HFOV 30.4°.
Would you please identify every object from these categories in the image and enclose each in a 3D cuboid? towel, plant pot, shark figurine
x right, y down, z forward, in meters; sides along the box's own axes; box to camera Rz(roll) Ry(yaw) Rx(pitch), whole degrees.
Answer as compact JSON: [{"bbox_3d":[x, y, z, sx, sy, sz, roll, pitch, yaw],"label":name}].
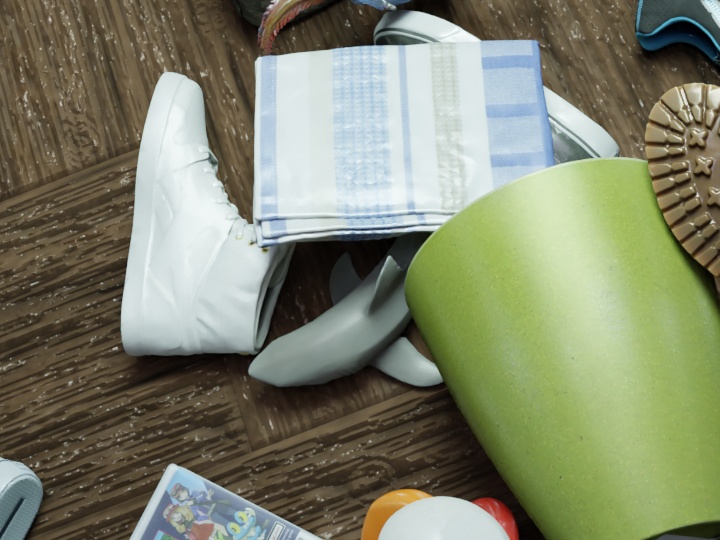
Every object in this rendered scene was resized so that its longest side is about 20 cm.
[{"bbox_3d":[0.026,-0.084,0.863,0.197,0.024,0.149,-4,62,1],"label":"towel"},{"bbox_3d":[0.140,0.073,0.763,0.185,0.188,0.202,-18,59,2],"label":"plant pot"},{"bbox_3d":[0.019,-0.012,0.885,0.127,0.090,0.217,19,73,12],"label":"shark figurine"}]

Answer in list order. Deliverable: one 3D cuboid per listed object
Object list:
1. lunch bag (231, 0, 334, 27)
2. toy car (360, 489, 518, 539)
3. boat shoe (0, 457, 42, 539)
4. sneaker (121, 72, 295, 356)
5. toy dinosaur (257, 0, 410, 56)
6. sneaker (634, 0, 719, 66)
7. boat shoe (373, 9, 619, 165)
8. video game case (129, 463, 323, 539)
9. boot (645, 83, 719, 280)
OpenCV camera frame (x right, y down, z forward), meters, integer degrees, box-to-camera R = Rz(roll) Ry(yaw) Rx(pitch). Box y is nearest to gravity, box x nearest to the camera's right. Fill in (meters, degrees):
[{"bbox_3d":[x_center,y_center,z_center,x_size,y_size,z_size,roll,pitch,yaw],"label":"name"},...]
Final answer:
[{"bbox_3d":[-0.071,-0.303,0.965,0.138,0.168,0.202,-26,68,-1],"label":"lunch bag"},{"bbox_3d":[0.070,0.209,0.765,0.199,0.176,0.150,40,39,5],"label":"toy car"},{"bbox_3d":[-0.284,0.212,0.869,0.066,0.074,0.201,17,63,30],"label":"boat shoe"},{"bbox_3d":[-0.098,-0.038,0.927,0.114,0.074,0.203,2,80,8],"label":"sneaker"},{"bbox_3d":[0.032,-0.239,0.942,0.198,0.181,0.106,-17,98,23],"label":"toy dinosaur"},{"bbox_3d":[0.286,-0.165,0.912,0.198,0.073,0.083,21,77,27],"label":"sneaker"},{"bbox_3d":[0.081,-0.110,0.919,0.199,0.071,0.064,35,74,18],"label":"boat shoe"},{"bbox_3d":[-0.091,0.251,0.839,0.180,0.023,0.202,23,76,17],"label":"video game case"},{"bbox_3d":[0.233,-0.018,0.753,0.075,0.107,0.201,-36,84,19],"label":"boot"}]
